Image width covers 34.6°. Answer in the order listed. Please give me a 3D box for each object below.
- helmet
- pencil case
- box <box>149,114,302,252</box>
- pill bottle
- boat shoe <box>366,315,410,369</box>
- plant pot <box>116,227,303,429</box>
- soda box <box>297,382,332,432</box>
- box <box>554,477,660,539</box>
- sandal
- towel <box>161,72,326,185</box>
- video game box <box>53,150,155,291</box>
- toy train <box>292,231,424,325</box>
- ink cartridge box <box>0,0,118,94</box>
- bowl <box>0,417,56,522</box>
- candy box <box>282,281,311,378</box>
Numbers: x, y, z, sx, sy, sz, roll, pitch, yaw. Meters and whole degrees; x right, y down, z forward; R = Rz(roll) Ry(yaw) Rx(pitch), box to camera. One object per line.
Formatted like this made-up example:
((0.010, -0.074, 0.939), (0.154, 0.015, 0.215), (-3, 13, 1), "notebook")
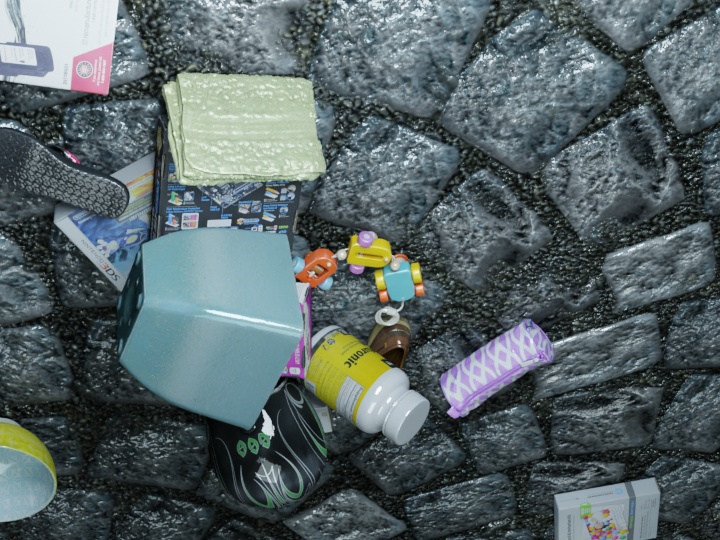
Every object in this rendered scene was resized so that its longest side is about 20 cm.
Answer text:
((-0.143, 0.273, 1.789), (0.199, 0.200, 0.192), (-20, 99, 9), "helmet")
((0.223, 0.161, 1.884), (0.200, 0.086, 0.084), (-37, 126, 24), "pencil case")
((-0.177, -0.112, 1.551), (0.198, 0.050, 0.200), (-4, 123, -21), "box")
((0.005, 0.180, 1.777), (0.111, 0.199, 0.112), (-40, 150, -30), "pill bottle")
((0.029, 0.162, 1.865), (0.071, 0.068, 0.201), (9, 130, -17), "boat shoe")
((-0.211, 0.061, 1.519), (0.199, 0.197, 0.196), (14, 127, -24), "plant pot")
((-0.149, 0.238, 1.910), (0.198, 0.064, 0.068), (-10, 134, -1), "soda box")
((0.478, 0.479, 2.251), (0.198, 0.041, 0.157), (-9, 133, 0), "box")
((-0.401, -0.129, 1.535), (0.199, 0.045, 0.075), (25, 114, -14), "sandal")
((-0.147, -0.179, 1.467), (0.198, 0.150, 0.036), (-4, 166, -20), "towel")
((-0.295, -0.063, 1.620), (0.199, 0.047, 0.182), (-26, 133, 13), "video game box")
((0.000, 0.000, 1.725), (0.199, 0.056, 0.150), (29, 127, -29), "toy train")
((-0.389, -0.299, 1.359), (0.198, 0.085, 0.145), (5, 131, -14), "ink cartridge box")
((-0.589, 0.304, 1.869), (0.198, 0.108, 0.201), (-5, 134, -5), "bowl")
((-0.174, 0.081, 1.715), (0.198, 0.061, 0.137), (5, 121, 8), "candy box")
